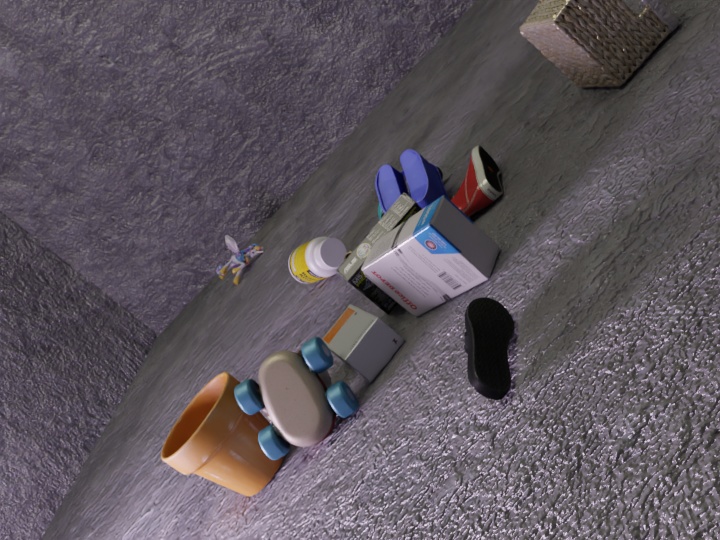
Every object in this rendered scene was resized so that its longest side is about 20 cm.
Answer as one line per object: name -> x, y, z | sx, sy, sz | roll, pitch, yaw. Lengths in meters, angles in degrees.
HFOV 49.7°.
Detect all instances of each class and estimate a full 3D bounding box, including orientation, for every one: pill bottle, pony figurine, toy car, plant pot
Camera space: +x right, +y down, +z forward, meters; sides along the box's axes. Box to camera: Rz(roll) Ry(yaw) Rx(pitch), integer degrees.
pill bottle -> -0.115, -0.032, 2.139 | 0.112, 0.111, 0.200 | -56, 16, -24
pony figurine -> -0.530, -0.047, 3.349 | 0.192, 0.167, 0.200 | 17, 59, 39
toy car -> -0.098, 0.232, 1.454 | 0.184, 0.178, 0.200 | -33, -11, 10
plant pot -> -0.250, 0.331, 1.502 | 0.200, 0.183, 0.200 | -45, 16, 17

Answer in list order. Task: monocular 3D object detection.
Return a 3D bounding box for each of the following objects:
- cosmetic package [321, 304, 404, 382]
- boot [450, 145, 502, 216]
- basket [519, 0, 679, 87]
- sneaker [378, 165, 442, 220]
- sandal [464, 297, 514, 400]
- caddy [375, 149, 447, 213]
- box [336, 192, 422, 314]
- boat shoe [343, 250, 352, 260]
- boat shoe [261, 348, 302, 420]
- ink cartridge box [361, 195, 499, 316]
cosmetic package -> -0.001, 0.135, 1.487 | 0.102, 0.071, 0.200 | -51, 15, -7
boot -> 0.219, -0.169, 1.609 | 0.144, 0.072, 0.201 | -43, 20, 29
basket -> 0.437, -0.458, 1.449 | 0.161, 0.198, 0.200 | -52, 15, 4
sneaker -> 0.113, -0.175, 1.907 | 0.200, 0.084, 0.121 | -52, 25, -5
sandal -> 0.169, 0.107, 1.077 | 0.048, 0.075, 0.201 | -60, 6, 35
caddy -> 0.119, -0.174, 1.770 | 0.141, 0.105, 0.201 | -31, 49, 22
box -> 0.069, -0.030, 1.522 | 0.200, 0.160, 0.044 | -50, 47, 1
boat shoe -> 0.000, 0.000, 1.816 | 0.072, 0.068, 0.200 | -48, 16, -3
boat shoe -> -0.165, 0.238, 1.714 | 0.073, 0.065, 0.201 | -39, 17, 40
ink cartridge box -> 0.120, -0.020, 1.372 | 0.200, 0.146, 0.085 | -32, 24, 47
